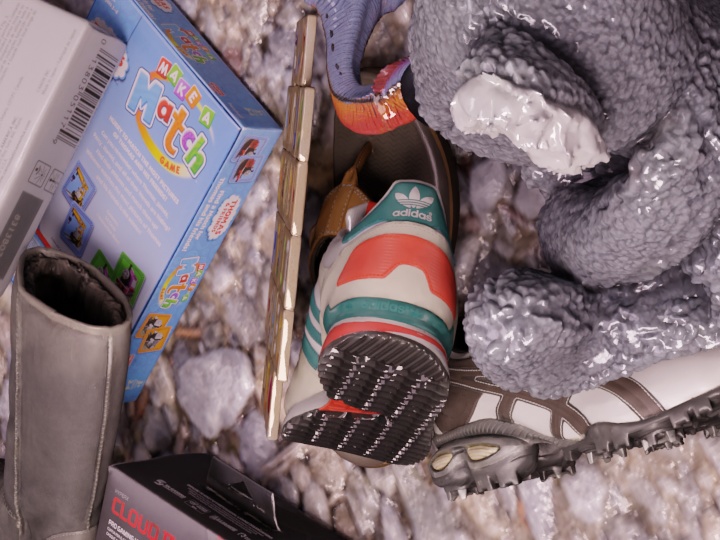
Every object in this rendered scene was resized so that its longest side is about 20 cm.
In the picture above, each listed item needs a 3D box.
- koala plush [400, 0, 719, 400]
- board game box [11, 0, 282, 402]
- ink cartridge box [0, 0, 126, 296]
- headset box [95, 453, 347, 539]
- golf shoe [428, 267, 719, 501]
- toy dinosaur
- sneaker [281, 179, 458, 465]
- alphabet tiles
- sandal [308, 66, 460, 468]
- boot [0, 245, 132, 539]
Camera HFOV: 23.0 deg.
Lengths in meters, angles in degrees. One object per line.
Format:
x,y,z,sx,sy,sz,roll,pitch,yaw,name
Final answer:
0.090,-0.075,0.674,0.182,0.200,0.179,-15,54,30,koala plush
-0.139,-0.048,1.025,0.152,0.036,0.201,49,123,31,board game box
-0.251,-0.099,1.010,0.199,0.057,0.164,26,89,28,ink cartridge box
-0.078,0.202,0.944,0.148,0.077,0.202,25,108,40,headset box
0.101,0.039,0.776,0.199,0.077,0.096,-19,77,40,golf shoe
0.011,-0.146,0.814,0.104,0.200,0.184,-2,84,10,toy dinosaur
0.010,0.025,0.797,0.200,0.069,0.094,110,172,-70,sneaker
-0.037,-0.024,0.877,0.166,0.006,0.203,-130,46,-82,alphabet tiles
0.000,0.000,0.884,0.081,0.054,0.203,15,101,42,sandal
-0.189,0.083,1.011,0.181,0.072,0.202,25,127,40,boot
